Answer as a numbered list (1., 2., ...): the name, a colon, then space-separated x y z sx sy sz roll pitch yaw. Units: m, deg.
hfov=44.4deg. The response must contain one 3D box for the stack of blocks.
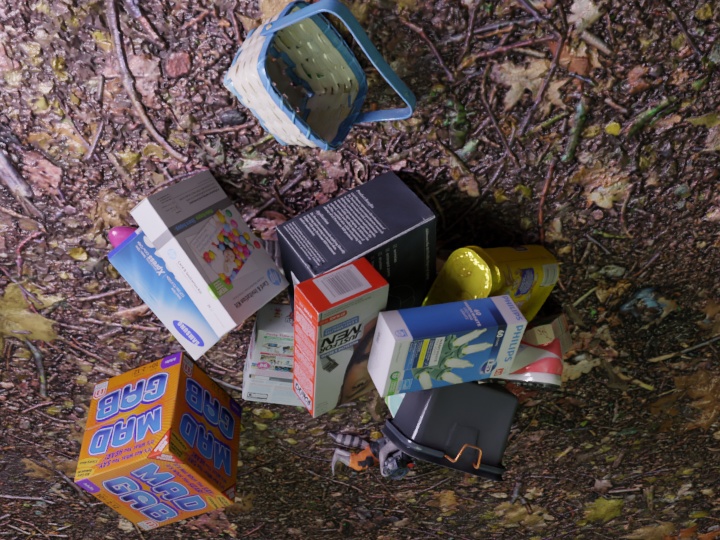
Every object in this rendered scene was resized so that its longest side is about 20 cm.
1. stack of blocks: 0.260 0.122 1.408 0.113 0.060 0.199 -16 179 25

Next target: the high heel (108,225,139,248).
1. high heel: -0.307 0.017 1.340 0.067 0.097 0.200 -23 133 22

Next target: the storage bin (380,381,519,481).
1. storage bin: 0.154 0.233 1.394 0.197 0.145 0.137 19 94 -21

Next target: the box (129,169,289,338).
1. box: -0.199 -0.027 1.192 0.041 0.156 0.202 -32 94 30

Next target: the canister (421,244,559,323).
1. canister: 0.197 0.032 1.313 0.198 0.087 0.150 -6 133 -48

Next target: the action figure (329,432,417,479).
1. action figure: 0.037 0.352 1.710 0.190 0.107 0.200 -7 162 -2

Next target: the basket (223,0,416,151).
1. basket: -0.051 -0.233 1.039 0.198 0.141 0.176 4 148 42

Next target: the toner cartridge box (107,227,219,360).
1. toner cartridge box: -0.275 0.026 1.313 0.095 0.043 0.201 -40 110 -7

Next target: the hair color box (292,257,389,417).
1. hair color box: -0.029 0.092 1.174 0.110 0.064 0.202 -22 140 -26

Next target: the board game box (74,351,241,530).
1. board game box: -0.351 0.306 1.569 0.197 0.202 0.201 -20 134 19

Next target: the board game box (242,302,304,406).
1. board game box: -0.118 0.149 1.513 0.145 0.065 0.202 8 137 -12

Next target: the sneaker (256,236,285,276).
1. sneaker: -0.140 0.000 1.357 0.197 0.079 0.112 13 150 -24

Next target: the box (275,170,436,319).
1. box: 0.000 0.000 1.261 0.194 0.124 0.202 -26 140 -18

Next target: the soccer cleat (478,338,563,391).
1. soccer cleat: 0.201 0.127 1.297 0.197 0.075 0.068 5 167 27

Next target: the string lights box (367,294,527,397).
1. string lights box: 0.115 0.099 1.183 0.196 0.059 0.104 -7 131 -22

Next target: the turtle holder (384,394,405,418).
1. turtle holder: 0.124 0.198 1.512 0.140 0.132 0.187 29 101 -22
